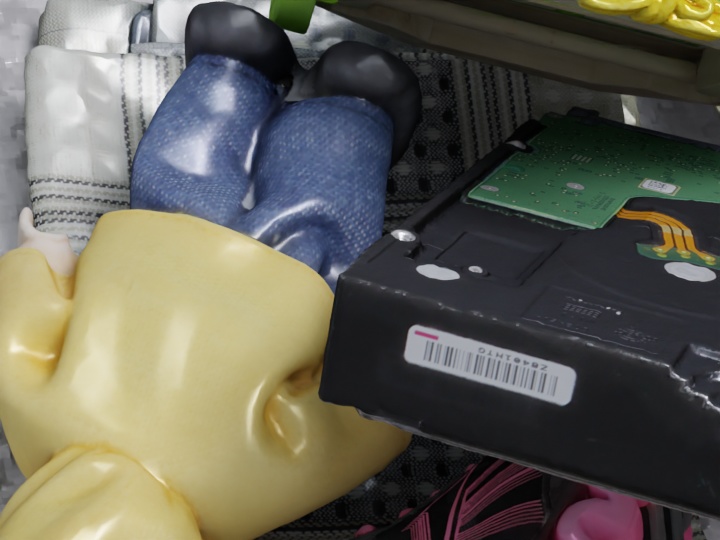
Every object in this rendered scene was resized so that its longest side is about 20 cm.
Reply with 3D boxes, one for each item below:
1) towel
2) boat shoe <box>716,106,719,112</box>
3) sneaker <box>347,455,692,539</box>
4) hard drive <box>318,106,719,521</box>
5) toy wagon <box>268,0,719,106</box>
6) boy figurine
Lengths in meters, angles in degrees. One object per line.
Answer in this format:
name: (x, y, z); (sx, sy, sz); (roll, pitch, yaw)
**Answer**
towel: (0.000, 0.000, 0.763); (0.192, 0.035, 0.201); (0, 61, -12)
boat shoe: (0.160, -0.030, 0.805); (0.073, 0.063, 0.202); (-30, 66, -2)
sneaker: (0.026, 0.078, 0.668); (0.095, 0.079, 0.200); (9, 35, 23)
hard drive: (0.086, 0.008, 0.664); (0.139, 0.038, 0.200); (15, 20, 14)
toy wagon: (0.060, -0.072, 0.695); (0.155, 0.200, 0.040); (13, 87, -7)
boy figurine: (-0.040, 0.027, 0.686); (0.124, 0.065, 0.201); (16, 62, 6)
